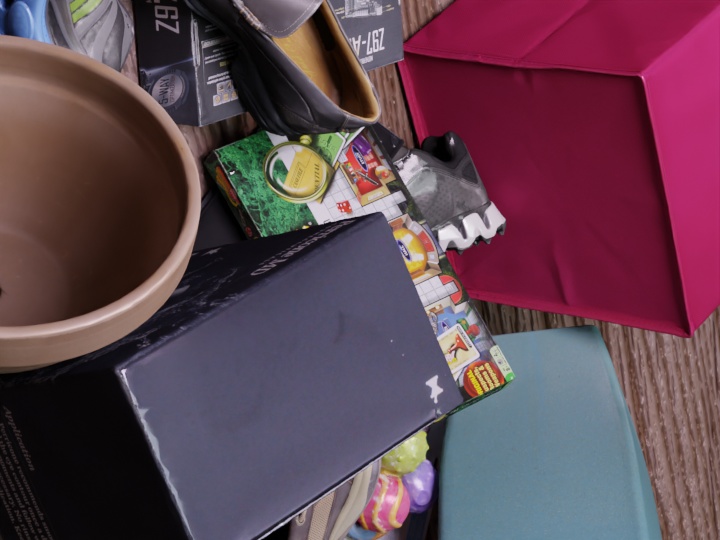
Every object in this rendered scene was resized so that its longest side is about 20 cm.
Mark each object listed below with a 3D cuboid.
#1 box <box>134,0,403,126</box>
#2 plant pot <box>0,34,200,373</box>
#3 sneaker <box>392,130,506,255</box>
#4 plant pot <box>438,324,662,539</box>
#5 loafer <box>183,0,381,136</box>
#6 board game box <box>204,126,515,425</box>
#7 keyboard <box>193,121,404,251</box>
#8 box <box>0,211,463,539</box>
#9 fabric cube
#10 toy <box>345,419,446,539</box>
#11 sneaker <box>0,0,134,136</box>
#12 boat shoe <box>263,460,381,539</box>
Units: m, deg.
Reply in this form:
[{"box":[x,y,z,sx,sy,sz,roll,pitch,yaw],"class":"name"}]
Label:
[{"box":[-0.052,-0.183,1.488,0.200,0.044,0.160,-24,117,-49],"class":"box"},{"box":[-0.183,-0.015,1.247,0.201,0.201,0.093,-45,159,-40],"class":"plant pot"},{"box":[0.007,-0.034,1.589,0.200,0.066,0.091,-26,103,-41],"class":"sneaker"},{"box":[0.128,0.146,1.691,0.141,0.141,0.200,61,25,-64],"class":"plant pot"},{"box":[-0.047,-0.154,1.401,0.073,0.072,0.200,-58,138,-26],"class":"loafer"},{"box":[0.000,0.000,1.497,0.105,0.023,0.200,-26,80,-27],"class":"board game box"},{"box":[-0.035,-0.015,1.513,0.127,0.021,0.200,38,61,-3],"class":"keyboard"},{"box":[-0.092,0.069,1.321,0.197,0.200,0.117,-31,104,-40],"class":"box"},{"box":[0.171,-0.099,1.684,0.199,0.200,0.196,-42,130,-39],"class":"fabric cube"},{"box":[0.011,0.132,1.638,0.200,0.047,0.115,10,95,-52],"class":"toy"},{"box":[-0.164,-0.141,1.332,0.083,0.071,0.200,-45,134,-58],"class":"sneaker"},{"box":[-0.056,0.168,1.521,0.073,0.074,0.200,3,114,-39],"class":"boat shoe"}]
